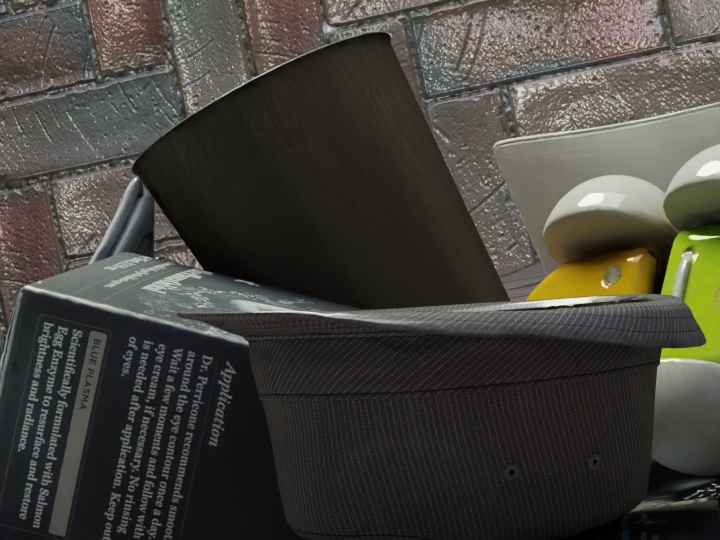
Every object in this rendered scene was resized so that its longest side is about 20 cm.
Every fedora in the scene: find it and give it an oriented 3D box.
[{"bbox_3d":[0.033,0.057,0.963,0.199,0.091,0.176,-2,0,-33],"label":"fedora"}]

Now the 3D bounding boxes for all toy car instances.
[{"bbox_3d":[0.181,0.041,1.388,0.150,0.176,0.199,33,-31,-33],"label":"toy car"}]

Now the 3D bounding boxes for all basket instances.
[{"bbox_3d":[0.000,0.000,1.327,0.136,0.201,0.180,-33,-5,31],"label":"basket"}]

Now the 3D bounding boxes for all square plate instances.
[{"bbox_3d":[0.190,-0.001,1.472,0.197,0.201,0.028,-8,24,44],"label":"square plate"}]

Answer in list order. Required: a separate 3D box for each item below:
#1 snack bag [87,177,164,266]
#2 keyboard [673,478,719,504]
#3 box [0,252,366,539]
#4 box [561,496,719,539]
[{"bbox_3d":[-0.149,0.067,1.348,0.021,0.190,0.200,23,-18,5],"label":"snack bag"},{"bbox_3d":[0.191,0.093,1.235,0.104,0.040,0.200,-10,5,35],"label":"keyboard"},{"bbox_3d":[-0.048,0.074,1.169,0.198,0.118,0.197,14,7,6],"label":"box"},{"bbox_3d":[0.034,0.129,0.919,0.197,0.050,0.200,-8,3,8],"label":"box"}]
